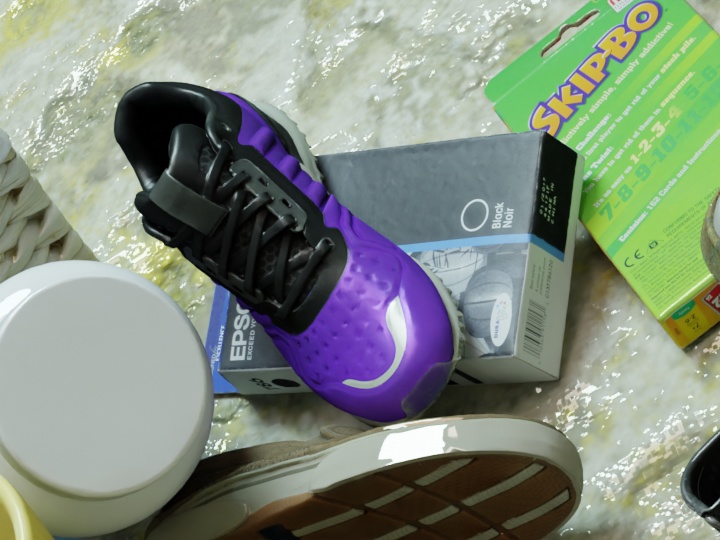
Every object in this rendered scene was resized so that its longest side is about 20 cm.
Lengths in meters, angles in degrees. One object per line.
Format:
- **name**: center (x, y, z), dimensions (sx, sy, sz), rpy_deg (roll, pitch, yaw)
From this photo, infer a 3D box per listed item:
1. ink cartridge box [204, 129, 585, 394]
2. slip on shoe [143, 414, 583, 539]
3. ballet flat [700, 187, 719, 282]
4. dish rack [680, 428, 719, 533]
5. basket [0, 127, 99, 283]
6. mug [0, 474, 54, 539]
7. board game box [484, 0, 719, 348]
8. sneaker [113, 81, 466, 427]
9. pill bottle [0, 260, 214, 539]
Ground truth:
- **ink cartridge box**: center (0.000, 0.000, 1.026), dimensions (0.199, 0.039, 0.100), rpy_deg (-6, 69, 38)
- **slip on shoe**: center (-0.002, 0.086, 0.937), dimensions (0.199, 0.076, 0.061), rpy_deg (-24, 37, 34)
- **ballet flat**: center (0.161, -0.012, 0.817), dimensions (0.071, 0.071, 0.200), rpy_deg (-40, 26, 0)
- **dish rack**: center (0.213, 0.070, 0.769), dimensions (0.153, 0.055, 0.200), rpy_deg (-44, 30, -4)
- **basket**: center (-0.236, 0.026, 1.158), dimensions (0.135, 0.124, 0.200), rpy_deg (19, 64, 49)
- **mug**: center (-0.128, 0.176, 0.882), dimensions (0.186, 0.153, 0.150), rpy_deg (4, 54, 42)
- **board game box**: center (0.126, -0.055, 1.006), dimensions (0.095, 0.030, 0.200), rpy_deg (-38, 39, 5)
- **sneaker**: center (-0.042, -0.012, 0.971), dimensions (0.070, 0.099, 0.200), rpy_deg (-53, 49, 12)
- **pill bottle**: center (-0.119, 0.055, 0.970), dimensions (0.109, 0.109, 0.200), rpy_deg (-51, 5, -15)
